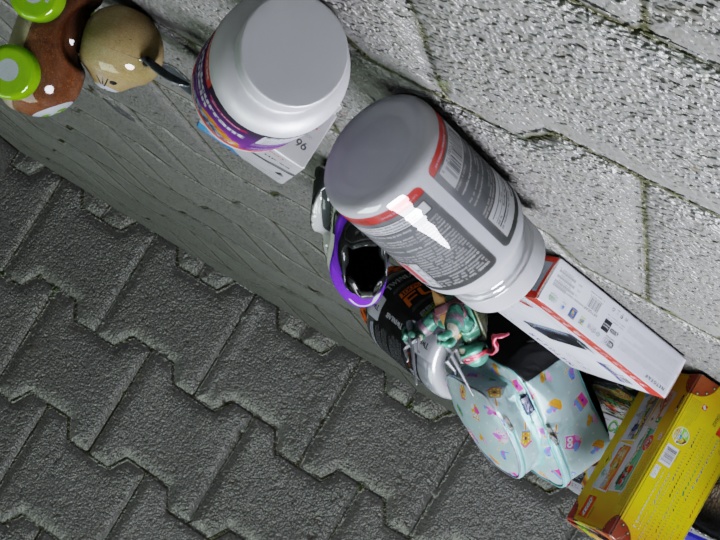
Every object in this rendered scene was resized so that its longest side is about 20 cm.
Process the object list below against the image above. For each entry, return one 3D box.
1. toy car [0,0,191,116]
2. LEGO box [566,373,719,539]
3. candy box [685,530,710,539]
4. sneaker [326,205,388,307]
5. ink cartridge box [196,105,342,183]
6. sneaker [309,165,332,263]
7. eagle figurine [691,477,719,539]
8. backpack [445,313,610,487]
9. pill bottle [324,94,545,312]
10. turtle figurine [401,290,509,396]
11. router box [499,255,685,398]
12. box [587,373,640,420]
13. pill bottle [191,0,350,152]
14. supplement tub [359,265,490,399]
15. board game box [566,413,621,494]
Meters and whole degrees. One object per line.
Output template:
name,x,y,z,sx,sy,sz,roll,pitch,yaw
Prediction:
toy car,-0.266,-0.217,1.417,0.198,0.160,0.164,20,-175,0
LEGO box,0.325,0.215,1.479,0.077,0.201,0.149,33,173,-6
candy box,0.623,0.459,2.275,0.168,0.078,0.200,36,173,-14
sneaker,-0.001,0.000,1.561,0.201,0.069,0.100,85,175,-54
ink cartridge box,-0.095,-0.154,1.356,0.115,0.068,0.200,33,172,-8
sneaker,-0.009,-0.066,1.621,0.083,0.075,0.200,1,157,11
eagle figurine,0.425,0.273,1.636,0.153,0.197,0.152,91,167,-46
backpack,0.210,0.171,1.664,0.201,0.153,0.175,54,166,-20
pill bottle,0.069,-0.050,1.161,0.115,0.117,0.200,23,168,49
turtle figurine,0.093,0.046,1.538,0.202,0.100,0.150,67,159,5
router box,0.219,0.050,1.437,0.199,0.049,0.179,36,172,-24
box,0.340,0.157,1.666,0.136,0.038,0.200,34,172,-8
pill bottle,-0.070,-0.157,1.069,0.111,0.112,0.200,33,172,-11
supplement tub,0.088,0.076,1.800,0.122,0.123,0.200,38,179,-40
board game box,0.393,0.292,1.970,0.034,0.127,0.199,35,172,-28
